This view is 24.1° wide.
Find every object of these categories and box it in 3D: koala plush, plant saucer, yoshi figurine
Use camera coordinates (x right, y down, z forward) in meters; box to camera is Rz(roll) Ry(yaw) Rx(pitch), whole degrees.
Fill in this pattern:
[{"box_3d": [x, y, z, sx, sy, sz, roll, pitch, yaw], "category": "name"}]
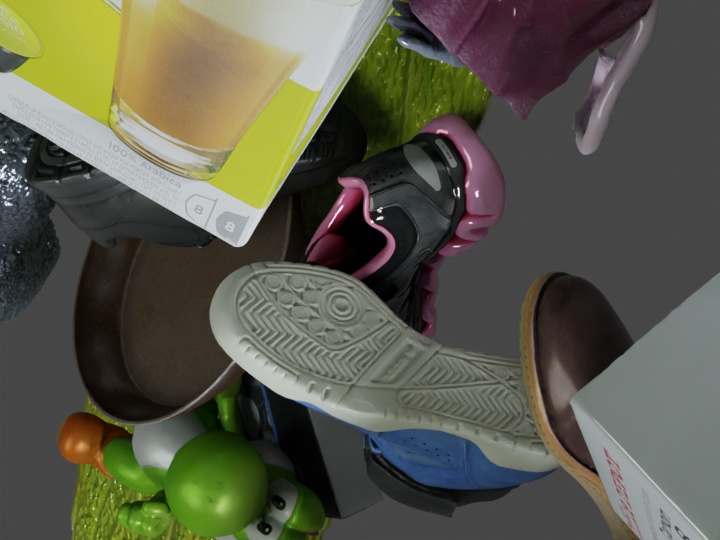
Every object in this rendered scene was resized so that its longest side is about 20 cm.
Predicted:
[{"box_3d": [-0.267, -0.060, 1.185, 0.184, 0.177, 0.200, 59, 146, -4], "category": "koala plush"}, {"box_3d": [-0.100, 0.000, 1.013, 0.200, 0.034, 0.200, -25, 53, 38], "category": "plant saucer"}, {"box_3d": [-0.107, 0.111, 1.028, 0.200, 0.112, 0.113, 25, 120, 43], "category": "yoshi figurine"}]

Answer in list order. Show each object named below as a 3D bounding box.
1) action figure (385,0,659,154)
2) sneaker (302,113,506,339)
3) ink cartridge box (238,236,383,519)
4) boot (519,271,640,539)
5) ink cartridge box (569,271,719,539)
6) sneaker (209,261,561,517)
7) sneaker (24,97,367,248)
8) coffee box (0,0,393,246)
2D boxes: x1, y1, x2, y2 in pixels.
[{"box_3d": [0.111, -0.138, 0.663, 0.149, 0.134, 0.200, 43, 122, -18], "category": "action figure"}, {"box_3d": [0.000, 0.000, 0.897, 0.079, 0.095, 0.200, 51, 143, 23], "category": "sneaker"}, {"box_3d": [-0.053, 0.054, 1.047, 0.099, 0.039, 0.200, -8, 99, 56], "category": "ink cartridge box"}, {"box_3d": [0.168, 0.072, 0.745, 0.166, 0.072, 0.200, -28, 83, 44], "category": "boot"}, {"box_3d": [0.194, 0.089, 0.583, 0.200, 0.145, 0.145, 49, 175, 28], "category": "ink cartridge box"}, {"box_3d": [0.007, 0.067, 0.863, 0.111, 0.200, 0.077, 129, 155, -56], "category": "sneaker"}, {"box_3d": [-0.085, -0.057, 0.948, 0.200, 0.076, 0.091, -3, 140, 24], "category": "sneaker"}, {"box_3d": [-0.065, -0.176, 0.678, 0.200, 0.200, 0.198, 29, 136, 0], "category": "coffee box"}]
